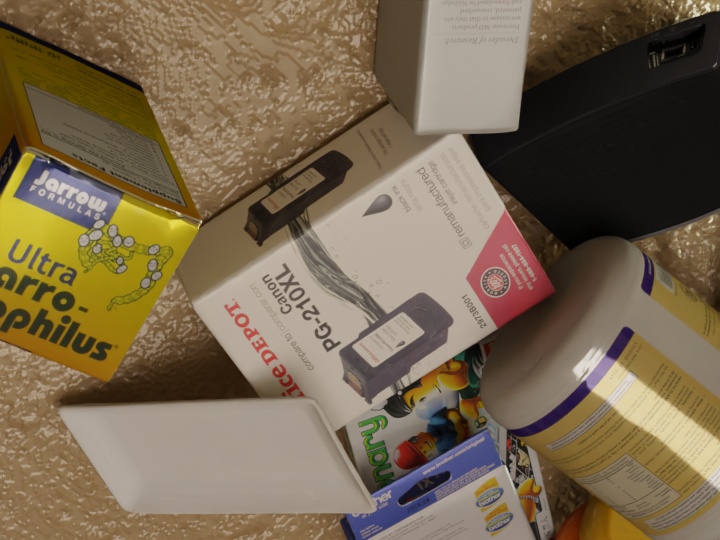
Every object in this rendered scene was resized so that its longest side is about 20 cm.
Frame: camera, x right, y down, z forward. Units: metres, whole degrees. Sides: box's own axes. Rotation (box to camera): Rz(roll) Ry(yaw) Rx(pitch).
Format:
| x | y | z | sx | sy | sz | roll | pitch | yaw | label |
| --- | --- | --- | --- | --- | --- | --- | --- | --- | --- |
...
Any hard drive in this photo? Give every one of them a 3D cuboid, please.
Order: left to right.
| x | y | z | sx | sy | sz | roll | pitch | yaw | label |
| --- | --- | --- | --- | --- | --- | --- | --- | --- | --- |
| 0.179 | -0.079 | 1.245 | 0.200 | 0.042 | 0.135 | -22 | 129 | 39 | hard drive |

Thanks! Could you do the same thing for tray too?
| x | y | z | sx | sy | sz | roll | pitch | yaw | label |
| --- | --- | --- | --- | --- | --- | --- | --- | --- | --- |
| -0.092 | 0.116 | 1.279 | 0.199 | 0.022 | 0.108 | -4 | 133 | 29 | tray |

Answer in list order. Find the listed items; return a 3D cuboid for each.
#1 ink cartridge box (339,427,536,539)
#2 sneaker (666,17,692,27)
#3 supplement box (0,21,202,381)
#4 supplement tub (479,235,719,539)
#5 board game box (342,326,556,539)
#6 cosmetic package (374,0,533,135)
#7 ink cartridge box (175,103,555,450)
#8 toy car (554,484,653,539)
| x | y | z | sx | sy | sz | roll | pitch | yaw | label |
| --- | --- | --- | --- | --- | --- | --- | --- | --- | --- |
| 0.063 | 0.204 | 1.375 | 0.119 | 0.042 | 0.200 | -28 | 124 | -8 | ink cartridge box |
| 0.263 | -0.081 | 1.304 | 0.077 | 0.085 | 0.200 | -46 | 120 | 10 | sneaker |
| -0.179 | -0.045 | 1.121 | 0.109 | 0.200 | 0.110 | 24 | 108 | -26 | supplement box |
| 0.194 | 0.088 | 1.280 | 0.200 | 0.145 | 0.146 | 37 | 102 | -13 | supplement tub |
| 0.060 | 0.136 | 1.386 | 0.126 | 0.035 | 0.201 | -20 | 121 | -6 | board game box |
| 0.059 | -0.191 | 1.176 | 0.074 | 0.102 | 0.201 | -4 | 119 | -14 | cosmetic package |
| 0.000 | 0.000 | 1.266 | 0.200 | 0.084 | 0.145 | -33 | 121 | 3 | ink cartridge box |
| 0.231 | 0.208 | 1.420 | 0.199 | 0.176 | 0.150 | 3 | 152 | -23 | toy car |
